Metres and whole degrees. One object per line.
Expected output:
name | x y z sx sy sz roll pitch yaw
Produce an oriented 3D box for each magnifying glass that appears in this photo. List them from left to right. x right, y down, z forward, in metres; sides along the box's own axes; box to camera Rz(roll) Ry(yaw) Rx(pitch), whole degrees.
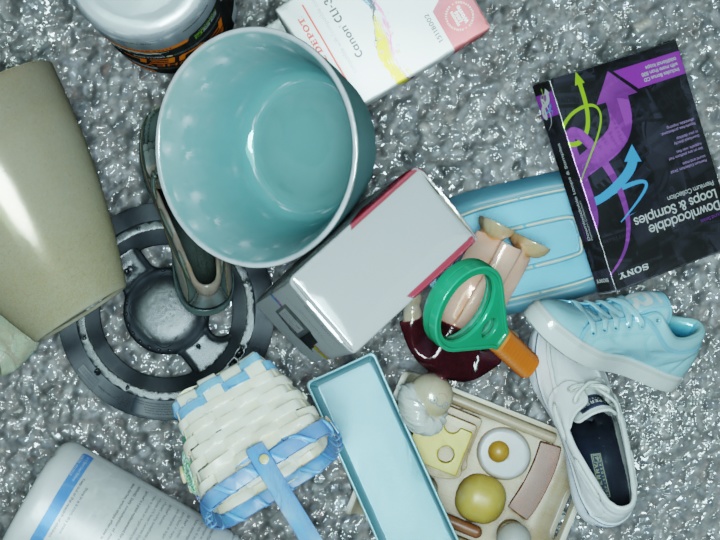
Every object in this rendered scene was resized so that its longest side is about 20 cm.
magnifying glass | 0.110 0.050 1.300 0.022 0.200 0.080 33 86 36

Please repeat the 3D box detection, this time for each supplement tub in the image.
supplement tub | -0.211 0.255 1.353 0.199 0.132 0.132 31 92 -2
supplement tub | -0.172 -0.238 1.290 0.122 0.200 0.123 0 87 3

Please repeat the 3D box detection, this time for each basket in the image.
basket | -0.073 0.185 1.306 0.139 0.176 0.200 -35 72 -10

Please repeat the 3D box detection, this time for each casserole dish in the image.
casserole dish | 0.154 -0.023 1.394 0.199 0.039 0.122 -13 93 0

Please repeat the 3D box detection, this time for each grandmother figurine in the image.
grandmother figurine | 0.088 0.053 1.345 0.121 0.061 0.201 25 92 -12

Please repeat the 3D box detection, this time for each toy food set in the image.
toy food set | 0.103 0.193 1.392 0.199 0.060 0.144 22 92 -3

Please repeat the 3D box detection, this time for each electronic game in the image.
electronic game | -0.178 0.037 1.387 0.199 0.042 0.201 0 85 -5

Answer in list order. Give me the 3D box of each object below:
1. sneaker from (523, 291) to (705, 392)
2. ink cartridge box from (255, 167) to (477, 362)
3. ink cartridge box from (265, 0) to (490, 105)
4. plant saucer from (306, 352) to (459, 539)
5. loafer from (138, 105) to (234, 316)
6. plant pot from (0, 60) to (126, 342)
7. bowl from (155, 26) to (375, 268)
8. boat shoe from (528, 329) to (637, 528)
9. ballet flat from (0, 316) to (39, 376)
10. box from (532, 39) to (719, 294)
sneaker | 0.230 0.045 1.346 0.199 0.074 0.082 18 111 -40
ink cartridge box | 0.000 0.000 1.298 0.148 0.200 0.086 -43 93 -12
ink cartridge box | 0.002 -0.214 1.365 0.199 0.067 0.117 -32 94 1
plant saucer | 0.023 0.179 1.370 0.070 0.019 0.201 -25 87 6
loafer | -0.151 -0.062 1.348 0.071 0.063 0.201 -14 75 -10
plant pot | -0.295 -0.046 1.303 0.187 0.187 0.201 -32 91 0
bowl | -0.067 -0.107 1.299 0.200 0.105 0.202 3 97 28
boat shoe | 0.208 0.129 1.361 0.073 0.065 0.201 -14 71 -16
ballet flat | -0.364 0.003 1.381 0.062 0.067 0.201 -35 98 -27
box | 0.252 -0.094 1.372 0.142 0.036 0.201 -20 95 -21
